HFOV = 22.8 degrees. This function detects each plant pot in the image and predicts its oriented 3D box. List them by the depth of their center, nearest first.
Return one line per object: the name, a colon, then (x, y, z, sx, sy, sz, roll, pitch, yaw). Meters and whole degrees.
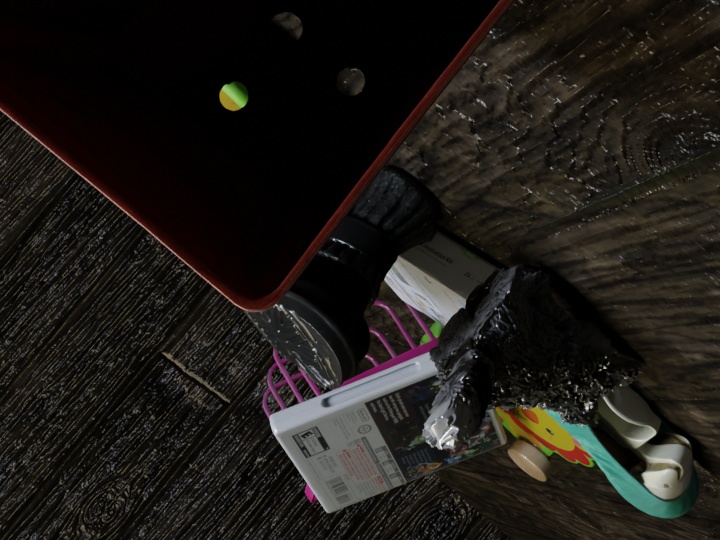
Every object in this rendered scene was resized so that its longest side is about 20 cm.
plant pot: (-0.047, -0.119, 0.795, 0.200, 0.200, 0.176, 39, -176, 4)

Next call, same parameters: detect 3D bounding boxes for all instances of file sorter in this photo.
file sorter: (-0.006, 0.091, 1.645, 0.126, 0.138, 0.200, 55, 154, 24)

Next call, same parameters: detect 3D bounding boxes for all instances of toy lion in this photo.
toy lion: (0.141, 0.110, 1.640, 0.200, 0.069, 0.192, 39, 165, 11)

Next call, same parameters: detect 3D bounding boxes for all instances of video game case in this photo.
video game case: (0.029, 0.139, 1.568, 0.200, 0.181, 0.023, 65, -176, -60)

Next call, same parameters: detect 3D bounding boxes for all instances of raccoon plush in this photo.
raccoon plush: (0.116, 0.093, 1.258, 0.134, 0.200, 0.097, 40, 139, -11)

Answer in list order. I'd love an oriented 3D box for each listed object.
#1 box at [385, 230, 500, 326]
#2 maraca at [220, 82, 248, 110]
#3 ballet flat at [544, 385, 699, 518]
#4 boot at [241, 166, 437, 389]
box: (0.078, 0.016, 1.459, 0.200, 0.041, 0.156, 35, 171, 40)
maraca: (-0.127, -0.148, 1.258, 0.200, 0.107, 0.137, 39, 170, 11)
ballet flat: (0.216, 0.135, 1.399, 0.200, 0.068, 0.070, 42, 158, -26)
boot: (-0.002, -0.002, 1.303, 0.080, 0.158, 0.211, 54, 171, -17)
